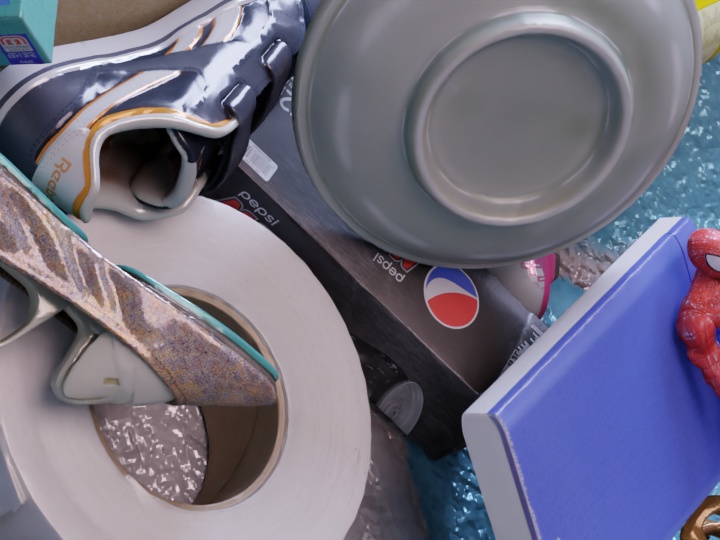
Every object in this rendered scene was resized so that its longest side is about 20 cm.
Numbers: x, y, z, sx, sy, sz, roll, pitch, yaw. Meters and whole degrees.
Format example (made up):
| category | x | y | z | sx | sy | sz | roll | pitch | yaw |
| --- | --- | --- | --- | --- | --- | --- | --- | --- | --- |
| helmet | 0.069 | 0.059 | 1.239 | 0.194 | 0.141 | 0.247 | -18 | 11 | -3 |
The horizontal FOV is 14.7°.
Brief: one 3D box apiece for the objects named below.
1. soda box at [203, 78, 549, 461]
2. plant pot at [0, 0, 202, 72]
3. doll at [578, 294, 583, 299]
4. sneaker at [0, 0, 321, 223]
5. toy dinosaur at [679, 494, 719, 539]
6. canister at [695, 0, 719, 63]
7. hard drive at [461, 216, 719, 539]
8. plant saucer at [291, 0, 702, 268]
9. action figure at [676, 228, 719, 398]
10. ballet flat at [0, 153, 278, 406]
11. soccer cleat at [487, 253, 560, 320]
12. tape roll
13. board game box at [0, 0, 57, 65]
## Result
| category | x | y | z | sx | sy | sz | roll | pitch | yaw |
| --- | --- | --- | --- | --- | --- | --- | --- | --- | --- |
| soda box | 0.000 | 0.000 | 1.375 | 0.200 | 0.071 | 0.063 | 44 | 52 | -13 |
| plant pot | -0.124 | -0.177 | 1.308 | 0.200 | 0.187 | 0.188 | -43 | 99 | -24 |
| doll | 0.123 | 0.070 | 1.417 | 0.200 | 0.048 | 0.137 | -44 | 140 | -46 |
| sneaker | -0.077 | -0.074 | 1.271 | 0.199 | 0.079 | 0.079 | -26 | 62 | -35 |
| toy dinosaur | 0.170 | 0.170 | 1.436 | 0.199 | 0.060 | 0.107 | 24 | 61 | -25 |
| canister | 0.103 | -0.145 | 1.432 | 0.149 | 0.086 | 0.200 | 61 | 33 | 1 |
| hard drive | 0.124 | 0.078 | 1.354 | 0.200 | 0.025 | 0.133 | -41 | 121 | -46 |
| plant saucer | 0.069 | -0.077 | 1.289 | 0.199 | 0.201 | 0.050 | 22 | 24 | -27 |
| action figure | 0.204 | 0.060 | 1.405 | 0.066 | 0.051 | 0.201 | -51 | 125 | -37 |
| ballet flat | -0.128 | 0.016 | 1.205 | 0.200 | 0.068 | 0.067 | 38 | 74 | -11 |
| soccer cleat | 0.039 | -0.060 | 1.433 | 0.086 | 0.070 | 0.201 | -1 | 66 | -32 |
| tape roll | -0.096 | 0.068 | 1.283 | 0.201 | 0.071 | 0.204 | 13 | 65 | -31 |
| board game box | -0.226 | -0.161 | 1.217 | 0.199 | 0.045 | 0.153 | -2 | 66 | 12 |
